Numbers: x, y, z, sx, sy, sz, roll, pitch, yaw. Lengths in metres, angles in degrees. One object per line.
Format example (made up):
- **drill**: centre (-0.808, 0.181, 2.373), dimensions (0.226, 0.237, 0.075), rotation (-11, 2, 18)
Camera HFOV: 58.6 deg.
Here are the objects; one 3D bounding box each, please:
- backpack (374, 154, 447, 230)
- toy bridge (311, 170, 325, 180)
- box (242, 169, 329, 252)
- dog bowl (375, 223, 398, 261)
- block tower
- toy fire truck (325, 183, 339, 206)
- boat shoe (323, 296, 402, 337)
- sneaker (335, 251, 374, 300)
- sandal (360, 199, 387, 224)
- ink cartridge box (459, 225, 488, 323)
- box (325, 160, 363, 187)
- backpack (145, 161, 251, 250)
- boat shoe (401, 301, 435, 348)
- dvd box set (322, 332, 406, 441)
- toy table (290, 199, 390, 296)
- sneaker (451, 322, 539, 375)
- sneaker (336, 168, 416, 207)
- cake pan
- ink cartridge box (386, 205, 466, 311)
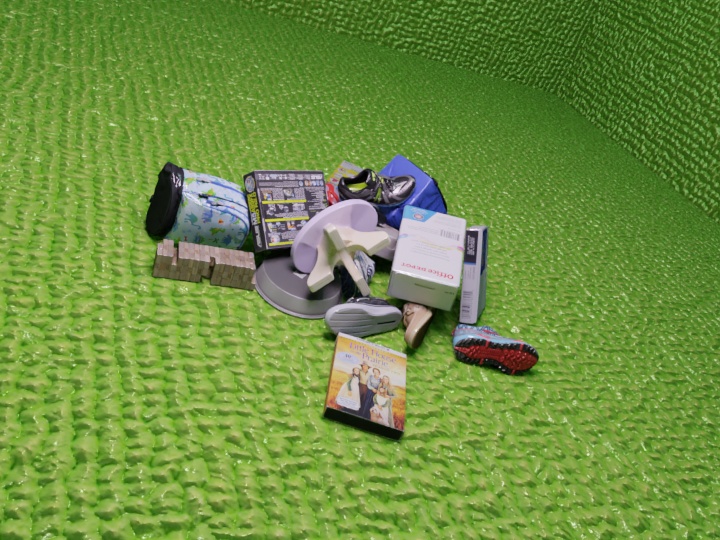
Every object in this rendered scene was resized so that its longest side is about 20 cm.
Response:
- **backpack**: centre (0.125, -0.172, 1.665), dimensions (0.163, 0.167, 0.200), rotation (50, 3, 35)
- **toy bridge**: centre (-0.147, -0.145, 1.461), dimensions (0.067, 0.027, 0.201), rotation (22, 64, 40)
- **box**: centre (-0.149, -0.129, 1.366), dimensions (0.044, 0.164, 0.198), rotation (-10, 0, 43)
- **dog bowl**: centre (0.026, -0.086, 1.518), dimensions (0.197, 0.060, 0.200), rotation (26, 9, -4)
- **block tower**: centre (-0.299, -0.012, 1.250), dimensions (0.196, 0.059, 0.054), rotation (10, 34, -23)
- **toy fire truck**: centre (-0.132, -0.187, 1.552), dimensions (0.196, 0.049, 0.143), rotation (-7, 46, 27)
- **boat shoe**: centre (-0.005, 0.090, 1.293), dimensions (0.197, 0.073, 0.071), rotation (6, 25, -45)
- **sneaker**: centre (0.000, 0.000, 1.414), dimensions (0.084, 0.078, 0.202), rotation (12, 33, -25)
- **sandal**: centre (0.014, -0.141, 1.469), dimensions (0.075, 0.044, 0.200), rotation (28, 10, 11)
- **ink cartridge box**: centre (0.258, 0.002, 1.443), dimensions (0.046, 0.203, 0.200), rotation (3, 6, 13)
- **box**: centre (-0.029, -0.232, 1.768), dimensions (0.115, 0.049, 0.201), rotation (25, 29, 2)
- **backpack**: centre (-0.317, -0.119, 1.323), dimensions (0.197, 0.164, 0.155), rotation (0, 46, -44)
- **boat shoe**: centre (0.115, 0.102, 1.347), dimensions (0.063, 0.073, 0.200), rotation (23, 21, 10)
- **dvd box set**: centre (0.013, 0.204, 1.156), dimensions (0.144, 0.030, 0.201), rotation (20, 32, -6)
- **toy table**: centre (-0.037, -0.045, 1.279), dimensions (0.184, 0.199, 0.118), rotation (45, 5, -40)
- **sneaker**: centre (0.289, 0.153, 1.369), dimensions (0.196, 0.080, 0.096), rotation (16, 30, -13)
- **sneaker**: centre (0.039, -0.200, 1.531), dimensions (0.195, 0.083, 0.072), rotation (-4, 58, -4)
- **cake pan**: centre (-0.125, 0.020, 1.335), dimensions (0.196, 0.037, 0.202), rotation (17, 32, -11)
- **ink cartridge box**: centre (0.142, -0.028, 1.367), dimensions (0.141, 0.086, 0.202), rotation (14, 48, 1)
